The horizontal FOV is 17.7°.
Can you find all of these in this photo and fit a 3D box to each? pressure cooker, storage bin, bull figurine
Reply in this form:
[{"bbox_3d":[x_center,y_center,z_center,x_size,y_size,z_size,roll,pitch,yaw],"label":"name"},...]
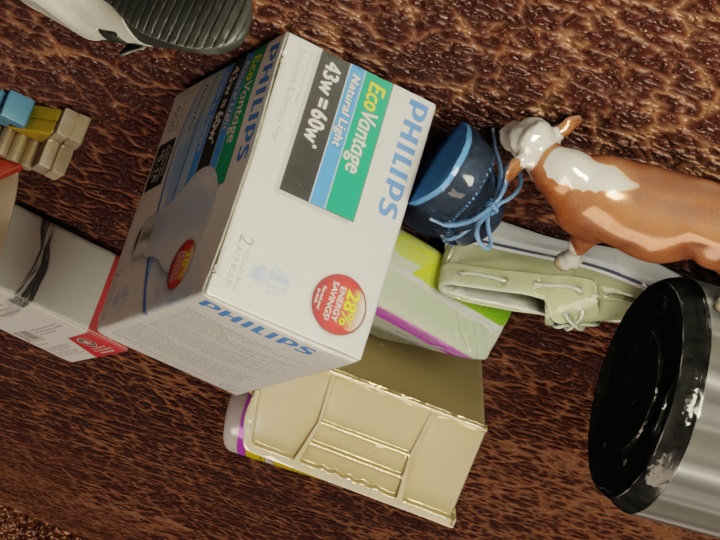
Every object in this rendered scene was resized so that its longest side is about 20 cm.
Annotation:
[{"bbox_3d":[0.280,0.107,1.637,0.199,0.177,0.179,17,175,-13],"label":"pressure cooker"},{"bbox_3d":[0.002,0.099,1.936,0.197,0.094,0.200,21,-159,-6],"label":"storage bin"},{"bbox_3d":[0.180,-0.038,1.534,0.199,0.065,0.122,20,158,15],"label":"bull figurine"}]

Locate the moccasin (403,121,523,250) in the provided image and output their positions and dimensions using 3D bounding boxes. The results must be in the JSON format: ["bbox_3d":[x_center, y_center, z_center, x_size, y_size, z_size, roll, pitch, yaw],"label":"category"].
[{"bbox_3d":[0.074,-0.056,1.602,0.068,0.081,0.200,36,177,-3],"label":"moccasin"}]

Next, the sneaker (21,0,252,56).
[{"bbox_3d":[-0.149,-0.179,1.484,0.199,0.074,0.089,23,165,21],"label":"sneaker"}]

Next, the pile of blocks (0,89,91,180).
[{"bbox_3d":[-0.311,-0.109,1.863,0.199,0.062,0.082,7,159,32],"label":"pile of blocks"}]

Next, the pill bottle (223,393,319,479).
[{"bbox_3d":[-0.028,0.156,2.279,0.199,0.105,0.104,17,162,9],"label":"pill bottle"}]

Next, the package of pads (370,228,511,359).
[{"bbox_3d":[0.000,0.000,1.819,0.199,0.069,0.154,31,169,-33],"label":"package of pads"}]

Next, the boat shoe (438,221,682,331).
[{"bbox_3d":[0.155,0.015,1.744,0.199,0.062,0.072,15,162,15],"label":"boat shoe"}]

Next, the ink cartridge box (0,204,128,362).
[{"bbox_3d":[-0.317,0.005,2.169,0.199,0.084,0.144,27,162,-24],"label":"ink cartridge box"}]

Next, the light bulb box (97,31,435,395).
[{"bbox_3d":[-0.068,-0.035,1.609,0.124,0.199,0.200,24,161,-22],"label":"light bulb box"}]

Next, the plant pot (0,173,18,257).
[{"bbox_3d":[-0.415,-0.037,1.970,0.199,0.188,0.187,18,162,-1],"label":"plant pot"}]
